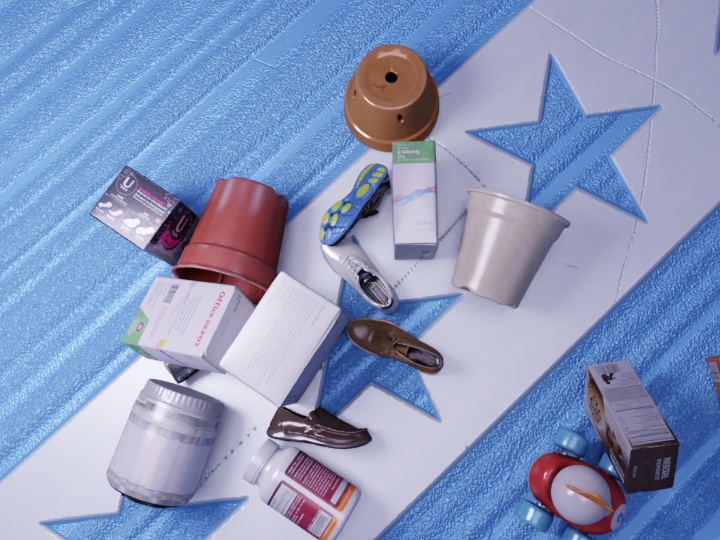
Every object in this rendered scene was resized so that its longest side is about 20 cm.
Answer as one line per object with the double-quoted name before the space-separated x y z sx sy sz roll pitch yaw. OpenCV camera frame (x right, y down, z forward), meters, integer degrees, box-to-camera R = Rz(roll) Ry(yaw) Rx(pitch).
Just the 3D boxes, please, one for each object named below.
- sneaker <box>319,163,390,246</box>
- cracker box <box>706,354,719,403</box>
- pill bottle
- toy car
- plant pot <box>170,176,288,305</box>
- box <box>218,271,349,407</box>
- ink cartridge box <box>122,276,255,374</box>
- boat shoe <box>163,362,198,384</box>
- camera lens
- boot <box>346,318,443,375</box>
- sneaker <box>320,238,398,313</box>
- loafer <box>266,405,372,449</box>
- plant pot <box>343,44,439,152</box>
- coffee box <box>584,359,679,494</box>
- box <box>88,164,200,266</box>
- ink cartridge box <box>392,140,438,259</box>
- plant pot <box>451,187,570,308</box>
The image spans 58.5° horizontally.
"sneaker" -0.003 -0.120 1.270 0.071 0.083 0.200 26 70 38
"cracker box" 0.768 0.205 1.190 0.200 0.058 0.134 -12 80 2
"pill bottle" -0.108 0.395 1.170 0.200 0.113 0.113 32 83 8
"toy car" 0.388 0.390 1.102 0.177 0.200 0.184 29 83 7
"plant pot" -0.231 -0.059 1.227 0.201 0.201 0.195 13 73 5
"box" -0.130 0.130 1.174 0.131 0.199 0.200 32 83 8
"ink cartridge box" -0.316 0.099 1.194 0.200 0.084 0.145 6 60 28
"boat shoe" -0.281 0.161 1.243 0.200 0.075 0.062 -24 85 3
"camera lens" -0.354 0.315 1.171 0.160 0.160 0.200 18 81 6
"boot" 0.067 0.140 1.228 0.200 0.075 0.074 22 83 7
"sneaker" 0.000 0.000 1.257 0.200 0.071 0.073 42 84 9
"loafer" -0.076 0.291 1.206 0.200 0.073 0.071 6 81 4
"plant pot" 0.063 -0.354 1.284 0.200 0.140 0.200 0 79 2
"coffee box" 0.461 0.265 1.111 0.080 0.200 0.113 -9 123 2
"box" -0.392 -0.096 1.227 0.132 0.200 0.115 33 84 8
"ink cartridge box" 0.104 -0.130 1.238 0.087 0.145 0.200 -3 80 3
"plant pot" 0.262 -0.035 1.205 0.200 0.200 0.184 21 93 6
